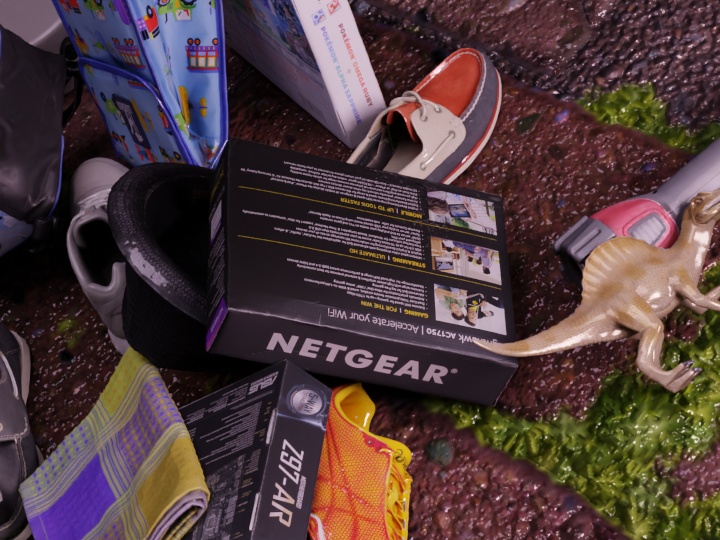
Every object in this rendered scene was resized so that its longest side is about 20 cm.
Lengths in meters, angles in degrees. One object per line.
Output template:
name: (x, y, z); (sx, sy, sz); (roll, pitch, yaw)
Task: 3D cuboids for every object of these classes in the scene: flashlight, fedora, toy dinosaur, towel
flashlight: (0.219, -0.052, 1.319); (0.200, 0.068, 0.068); (-39, 46, -11)
fedora: (-0.107, 0.013, 1.395); (0.092, 0.199, 0.201); (-55, 39, 26)
toy dinosaur: (0.170, 0.028, 1.252); (0.199, 0.058, 0.101); (-34, 71, -14)
towel: (-0.165, 0.145, 1.317); (0.144, 0.023, 0.200); (-49, 31, 12)

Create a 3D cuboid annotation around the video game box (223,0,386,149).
video game box: (-0.068, -0.209, 1.519); (0.047, 0.183, 0.200); (-36, 46, -11)

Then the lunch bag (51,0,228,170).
lunch bag: (-0.157, -0.154, 1.525); (0.094, 0.202, 0.150); (-22, 20, -27)

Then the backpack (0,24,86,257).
backpack: (-0.317, -0.080, 1.564); (0.190, 0.153, 0.201); (-43, 32, 40)

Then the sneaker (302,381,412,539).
sneaker: (0.001, 0.145, 1.271); (0.077, 0.073, 0.201); (-26, 47, 6)

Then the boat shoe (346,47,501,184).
boat shoe: (0.034, -0.089, 1.450); (0.071, 0.063, 0.201); (18, 63, 40)

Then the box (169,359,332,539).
box: (-0.111, 0.161, 1.290); (0.199, 0.043, 0.161); (-27, 41, 39)

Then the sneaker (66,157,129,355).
sneaker: (-0.185, -0.030, 1.503); (0.075, 0.092, 0.201); (-30, 45, 4)

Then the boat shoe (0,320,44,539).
boat shoe: (-0.274, 0.113, 1.455); (0.071, 0.068, 0.201); (-22, 51, 10)

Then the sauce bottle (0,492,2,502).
sauce bottle: (-0.330, 0.212, 1.387); (0.200, 0.066, 0.066); (-46, 46, 2)

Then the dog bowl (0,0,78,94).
dog bowl: (-0.286, -0.220, 1.736); (0.199, 0.059, 0.201); (-15, 49, 18)

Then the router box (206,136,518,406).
router box: (0.000, 0.000, 1.321); (0.198, 0.051, 0.150); (12, 48, -15)
